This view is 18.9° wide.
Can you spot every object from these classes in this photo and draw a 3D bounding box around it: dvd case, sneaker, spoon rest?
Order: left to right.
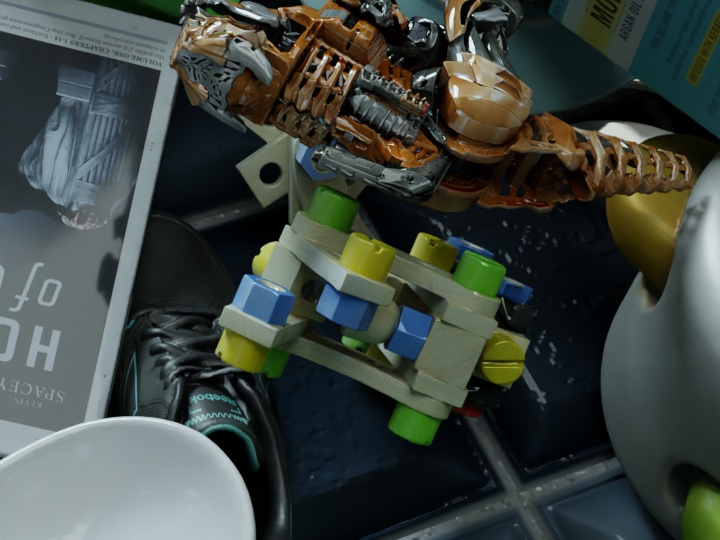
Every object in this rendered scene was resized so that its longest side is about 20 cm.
[{"bbox_3d":[-0.156,-0.025,0.826,0.150,0.025,0.200,14,61,-9],"label":"dvd case"},{"bbox_3d":[-0.131,0.112,0.735,0.200,0.061,0.100,-22,56,-1],"label":"spoon rest"},{"bbox_3d":[-0.058,0.052,0.830,0.075,0.079,0.200,-5,57,-19],"label":"sneaker"}]

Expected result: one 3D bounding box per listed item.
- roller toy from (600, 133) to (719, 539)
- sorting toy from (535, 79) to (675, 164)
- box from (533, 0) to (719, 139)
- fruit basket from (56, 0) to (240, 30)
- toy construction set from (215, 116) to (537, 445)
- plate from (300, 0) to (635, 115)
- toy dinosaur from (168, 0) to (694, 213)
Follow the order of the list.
[{"bbox_3d":[0.200,0.030,0.877,0.182,0.140,0.200,-7,58,-21],"label":"roller toy"},{"bbox_3d":[0.133,-0.114,0.988,0.199,0.107,0.180,12,62,-7],"label":"sorting toy"},{"bbox_3d":[0.109,-0.128,0.841,0.200,0.082,0.049,38,57,15],"label":"box"},{"bbox_3d":[-0.133,-0.189,0.942,0.215,0.155,0.216,14,59,-26],"label":"fruit basket"},{"bbox_3d":[0.000,0.000,0.847,0.131,0.092,0.200,20,22,-16],"label":"toy construction set"},{"bbox_3d":[0.056,-0.162,0.922,0.200,0.026,0.201,5,70,-14],"label":"plate"},{"bbox_3d":[0.026,-0.062,0.807,0.200,0.102,0.136,36,31,-29],"label":"toy dinosaur"}]
